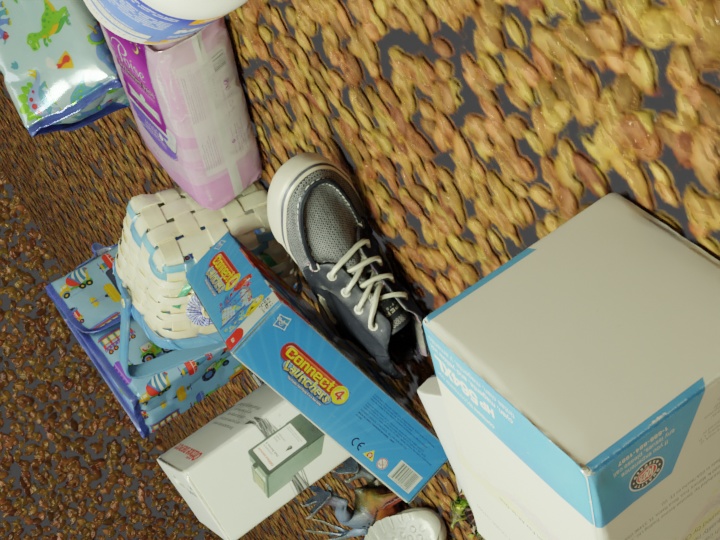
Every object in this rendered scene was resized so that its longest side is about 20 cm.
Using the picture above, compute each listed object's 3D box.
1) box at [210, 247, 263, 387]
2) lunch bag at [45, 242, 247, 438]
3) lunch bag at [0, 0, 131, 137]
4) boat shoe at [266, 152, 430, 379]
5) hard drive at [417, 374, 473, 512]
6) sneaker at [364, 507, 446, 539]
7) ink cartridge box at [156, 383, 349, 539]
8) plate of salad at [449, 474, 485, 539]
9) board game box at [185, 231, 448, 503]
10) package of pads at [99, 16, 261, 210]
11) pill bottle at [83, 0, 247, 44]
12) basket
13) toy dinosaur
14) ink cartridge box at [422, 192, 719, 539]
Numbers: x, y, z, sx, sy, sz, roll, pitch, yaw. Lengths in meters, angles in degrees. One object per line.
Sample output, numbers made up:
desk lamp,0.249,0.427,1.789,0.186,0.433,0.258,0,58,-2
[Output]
box,-0.108,0.070,1.455,0.201,0.044,0.160,56,162,4
lunch bag,-0.222,0.045,1.396,0.200,0.150,0.094,49,161,24
lunch bag,-0.275,-0.227,1.249,0.171,0.127,0.200,64,-166,-7
boat shoe,0.000,0.000,0.996,0.093,0.075,0.200,39,164,37
hard drive,0.127,0.165,0.934,0.131,0.025,0.201,3,125,48
sneaker,0.051,0.297,1.383,0.077,0.080,0.200,53,143,22
ink cartridge box,-0.082,0.163,1.278,0.084,0.199,0.146,58,164,-8
plate of salad,0.132,0.240,1.081,0.200,0.048,0.200,50,162,22
board game box,-0.038,0.074,1.086,0.200,0.056,0.196,43,-179,-25
package of pads,-0.151,-0.156,1.118,0.120,0.075,0.201,43,158,32
pill bottle,-0.116,-0.212,0.855,0.113,0.112,0.200,61,163,-13
basket,-0.145,0.013,1.236,0.139,0.175,0.201,57,157,30
toy dinosaur,0.010,0.268,1.420,0.199,0.105,0.181,20,162,44
ink cartridge box,0.131,0.092,0.675,0.125,0.128,0.201,42,157,42
